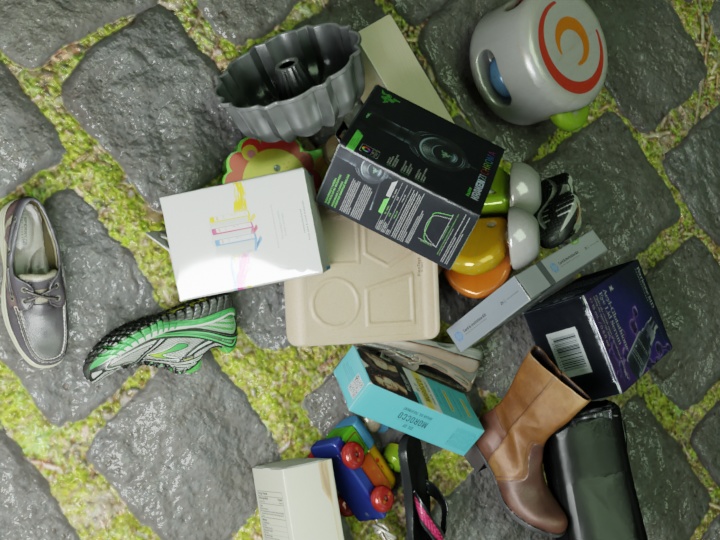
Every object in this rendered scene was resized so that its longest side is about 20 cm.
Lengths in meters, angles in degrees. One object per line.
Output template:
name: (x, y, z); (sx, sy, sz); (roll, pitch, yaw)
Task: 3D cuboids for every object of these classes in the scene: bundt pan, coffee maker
bundt pan: (-0.081, -0.232, 1.326); (0.202, 0.201, 0.076); (-42, 129, -25)
coffee maker: (0.310, 0.289, 1.430); (0.134, 0.192, 0.202); (-13, 85, 14)

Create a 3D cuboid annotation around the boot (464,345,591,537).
boot: (0.246, 0.229, 1.373); (0.068, 0.201, 0.189); (-6, 49, -45)

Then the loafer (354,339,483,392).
loafer: (0.079, 0.121, 1.410); (0.199, 0.072, 0.063); (13, 83, -27)

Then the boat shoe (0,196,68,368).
boat shoe: (-0.376, 0.012, 1.201); (0.071, 0.065, 0.202); (-6, 85, -28)

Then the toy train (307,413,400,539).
toy train: (0.028, 0.276, 1.360); (0.201, 0.084, 0.116); (57, 47, -13)

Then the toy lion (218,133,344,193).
toy lion: (-0.086, -0.087, 1.368); (0.190, 0.069, 0.202); (-17, 90, -20)

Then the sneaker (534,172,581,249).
sneaker: (0.291, -0.073, 1.499); (0.080, 0.073, 0.200); (63, 25, -16)

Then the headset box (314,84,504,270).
headset box: (0.058, -0.122, 1.280); (0.199, 0.093, 0.174); (27, 38, 1)

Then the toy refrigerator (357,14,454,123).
toy refrigerator: (0.051, -0.244, 1.453); (0.076, 0.070, 0.201); (-37, 99, -33)

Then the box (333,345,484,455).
box: (0.064, 0.172, 1.362); (0.199, 0.082, 0.049); (26, 111, -31)

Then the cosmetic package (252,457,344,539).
cosmetic package: (-0.070, 0.336, 1.281); (0.071, 0.105, 0.202); (-7, 86, -28)

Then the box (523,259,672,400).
box: (0.343, 0.087, 1.487); (0.199, 0.104, 0.149); (-26, 94, -49)

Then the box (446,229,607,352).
box: (0.229, 0.026, 1.419); (0.199, 0.156, 0.041); (-25, 77, -42)

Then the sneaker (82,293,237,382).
sneaker: (-0.235, 0.095, 1.251); (0.199, 0.078, 0.086); (-19, 99, -23)

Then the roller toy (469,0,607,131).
roller toy: (0.257, -0.314, 1.524); (0.182, 0.139, 0.202); (24, 70, -32)

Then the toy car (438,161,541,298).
toy car: (0.164, -0.052, 1.437); (0.150, 0.173, 0.201); (70, 22, -48)

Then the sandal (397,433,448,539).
sandal: (0.088, 0.310, 1.360); (0.075, 0.045, 0.202); (-38, 122, -64)

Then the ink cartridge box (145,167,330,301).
ink cartridge box: (-0.148, -0.041, 1.254); (0.198, 0.129, 0.126); (-11, 92, 3)

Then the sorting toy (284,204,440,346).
sorting toy: (0.000, 0.000, 1.343); (0.198, 0.036, 0.187); (-2, 91, -7)
